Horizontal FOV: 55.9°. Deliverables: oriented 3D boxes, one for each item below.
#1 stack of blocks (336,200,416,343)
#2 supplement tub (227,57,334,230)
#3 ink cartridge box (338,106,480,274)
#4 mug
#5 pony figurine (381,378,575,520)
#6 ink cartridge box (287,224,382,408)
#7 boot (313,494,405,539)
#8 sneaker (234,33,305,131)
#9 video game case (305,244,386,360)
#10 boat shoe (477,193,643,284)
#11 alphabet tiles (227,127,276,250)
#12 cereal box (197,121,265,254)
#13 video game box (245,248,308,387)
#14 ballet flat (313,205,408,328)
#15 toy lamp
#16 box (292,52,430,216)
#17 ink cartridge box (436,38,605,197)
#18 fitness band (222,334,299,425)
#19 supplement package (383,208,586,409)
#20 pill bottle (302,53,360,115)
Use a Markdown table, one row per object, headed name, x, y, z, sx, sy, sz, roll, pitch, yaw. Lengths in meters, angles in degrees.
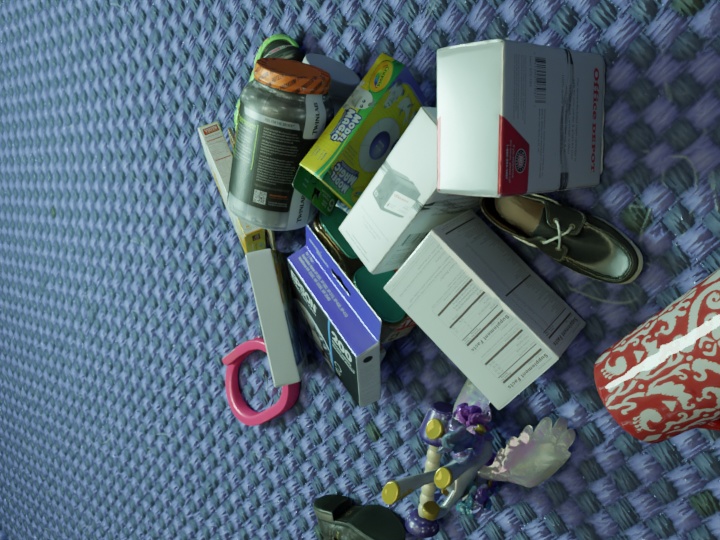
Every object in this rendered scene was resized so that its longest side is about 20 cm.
| name | x | y | z | sx | sy | sz | roll | pitch | yaw |
| --- | --- | --- | --- | --- | --- | --- | --- | --- | --- |
| stack of blocks | 0.022 | -0.011 | 0.978 | 0.200 | 0.058 | 0.115 | 54 | 129 | 20 |
| supplement tub | -0.103 | -0.164 | 0.885 | 0.122 | 0.122 | 0.201 | 34 | 123 | 33 |
| ink cartridge box | 0.087 | -0.099 | 0.843 | 0.084 | 0.145 | 0.200 | 53 | 128 | 21 |
| mug | 0.350 | 0.099 | 0.658 | 0.200 | 0.133 | 0.178 | -46 | 66 | 41 |
| pony figurine | 0.142 | 0.228 | 0.853 | 0.166 | 0.200 | 0.194 | 42 | 108 | 36 |
| ink cartridge box | -0.038 | 0.067 | 0.950 | 0.198 | 0.043 | 0.200 | 51 | 157 | 33 |
| boot | 0.002 | 0.466 | 1.098 | 0.199 | 0.069 | 0.175 | 5 | 107 | 46 |
| sneaker | -0.139 | -0.264 | 1.063 | 0.084 | 0.077 | 0.201 | 40 | 124 | 34 |
| video game case | -0.032 | 0.068 | 1.027 | 0.200 | 0.017 | 0.143 | 56 | 158 | 18 |
| boat shoe | 0.225 | -0.042 | 0.784 | 0.200 | 0.067 | 0.072 | 37 | 119 | 30 |
| alphabet tiles | -0.169 | -0.113 | 1.085 | 0.200 | 0.008 | 0.168 | 108 | 137 | -75 |
| cereal box | -0.212 | -0.129 | 1.132 | 0.144 | 0.039 | 0.201 | 111 | 135 | -74 |
| video game box | -0.127 | 0.069 | 1.064 | 0.182 | 0.047 | 0.201 | 173 | 84 | -87 |
| ballet flat | 0.000 | 0.000 | 0.928 | 0.200 | 0.070 | 0.065 | 59 | 158 | 20 |
| toy lamp | 0.103 | 0.282 | 0.967 | 0.058 | 0.058 | 0.201 | 23 | 116 | 37 |
| box | 0.004 | -0.161 | 0.869 | 0.048 | 0.117 | 0.200 | 39 | 92 | 30 |
| ink cartridge box | 0.174 | -0.158 | 0.718 | 0.083 | 0.199 | 0.146 | 9 | 104 | 45 |
| fitness band | -0.184 | 0.200 | 1.226 | 0.200 | 0.037 | 0.144 | -35 | 78 | 42 |
| supplement package | 0.149 | 0.043 | 0.816 | 0.200 | 0.114 | 0.110 | 47 | 127 | 12 |
| pill bottle | -0.078 | -0.206 | 0.994 | 0.112 | 0.112 | 0.200 | 45 | 125 | 26 |
